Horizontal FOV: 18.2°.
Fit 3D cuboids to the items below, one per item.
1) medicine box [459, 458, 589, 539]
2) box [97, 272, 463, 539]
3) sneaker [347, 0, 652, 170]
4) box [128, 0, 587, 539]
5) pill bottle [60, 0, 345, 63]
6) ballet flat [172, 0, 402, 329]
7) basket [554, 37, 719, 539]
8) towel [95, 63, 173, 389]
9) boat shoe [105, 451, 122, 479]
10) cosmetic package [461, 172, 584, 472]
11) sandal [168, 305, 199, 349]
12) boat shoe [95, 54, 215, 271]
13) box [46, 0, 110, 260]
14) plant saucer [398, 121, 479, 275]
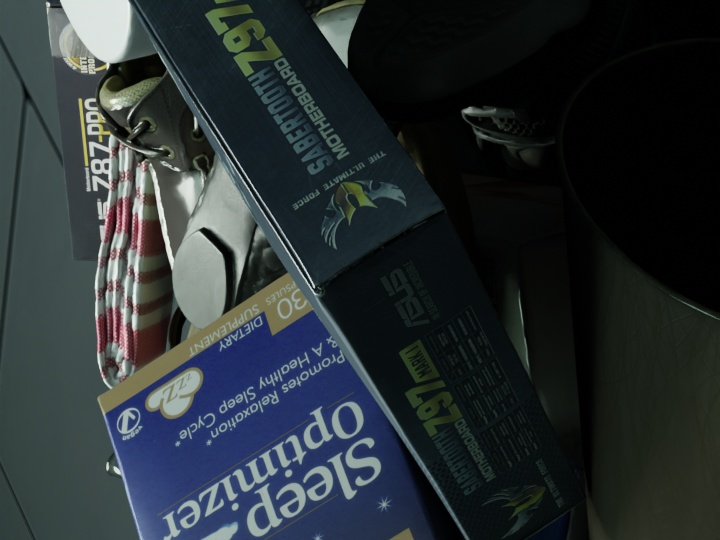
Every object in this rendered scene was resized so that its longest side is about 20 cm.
[{"bbox_3d":[0.030,0.176,0.946,0.199,0.103,0.182,-8,138,29],"label":"medicine box"},{"bbox_3d":[-0.027,0.099,0.877,0.032,0.121,0.200,41,-160,-50],"label":"box"},{"bbox_3d":[0.061,-0.072,0.823,0.076,0.199,0.115,5,116,24],"label":"sneaker"},{"bbox_3d":[0.000,-0.008,0.768,0.158,0.051,0.200,56,178,35],"label":"box"},{"bbox_3d":[-0.022,-0.153,0.920,0.116,0.199,0.116,44,143,47],"label":"pill bottle"},{"bbox_3d":[-0.024,-0.045,0.925,0.067,0.057,0.200,52,138,16],"label":"ballet flat"},{"bbox_3d":[0.139,0.048,0.791,0.180,0.136,0.201,-123,24,-48],"label":"basket"},{"bbox_3d":[-0.112,-0.044,1.138,0.146,0.030,0.201,-36,-50,-87],"label":"towel"},{"bbox_3d":[-0.057,0.153,1.181,0.199,0.066,0.074,50,168,-11],"label":"boat shoe"},{"bbox_3d":[0.061,0.017,0.986,0.200,0.087,0.104,17,117,63],"label":"cosmetic package"},{"bbox_3d":[-0.070,0.038,1.172,0.081,0.054,0.200,67,156,15],"label":"sandal"},{"bbox_3d":[-0.089,-0.081,1.019,0.073,0.065,0.201,3,102,54],"label":"boat shoe"},{"bbox_3d":[-0.137,-0.125,1.274,0.200,0.049,0.162,-88,0,-55],"label":"box"},{"bbox_3d":[0.000,0.000,0.966,0.200,0.029,0.201,24,117,61],"label":"plant saucer"}]
